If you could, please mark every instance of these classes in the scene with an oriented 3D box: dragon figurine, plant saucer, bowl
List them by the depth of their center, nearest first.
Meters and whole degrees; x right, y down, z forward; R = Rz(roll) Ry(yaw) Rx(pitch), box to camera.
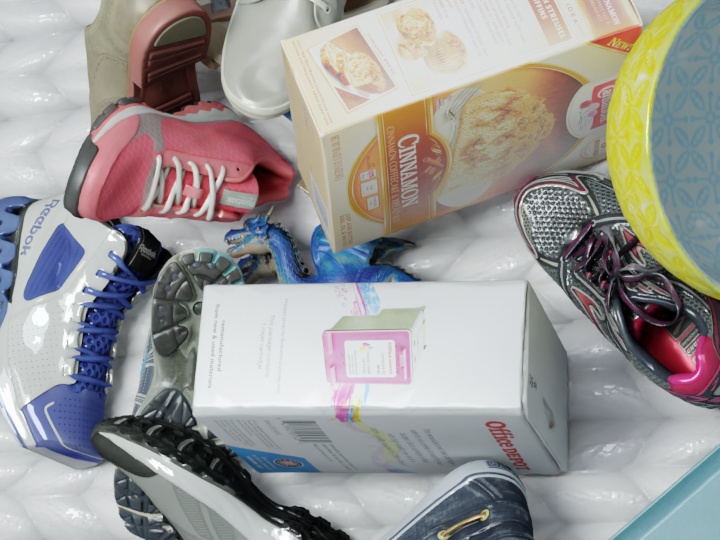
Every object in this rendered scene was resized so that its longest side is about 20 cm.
[{"bbox_3d":[0.212,0.138,1.388,0.200,0.019,0.070,-43,36,9],"label":"plant saucer"},{"bbox_3d":[0.210,-0.077,1.390,0.108,0.200,0.200,3,74,56],"label":"bowl"},{"bbox_3d":[0.000,0.000,1.526,0.200,0.059,0.100,-10,70,25],"label":"dragon figurine"}]

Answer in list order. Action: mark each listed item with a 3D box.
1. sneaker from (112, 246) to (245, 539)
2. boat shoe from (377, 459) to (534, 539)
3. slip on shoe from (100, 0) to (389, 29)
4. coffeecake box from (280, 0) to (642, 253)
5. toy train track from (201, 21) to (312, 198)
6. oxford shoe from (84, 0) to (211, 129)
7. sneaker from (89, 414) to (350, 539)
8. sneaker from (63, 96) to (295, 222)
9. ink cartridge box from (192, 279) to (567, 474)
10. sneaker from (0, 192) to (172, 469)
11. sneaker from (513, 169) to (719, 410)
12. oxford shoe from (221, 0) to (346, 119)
[{"bbox_3d":[-0.111,0.079,1.558,0.078,0.086,0.200,12,100,-6],"label":"sneaker"},{"bbox_3d":[0.028,0.205,1.409,0.200,0.071,0.091,-49,25,18],"label":"boat shoe"},{"bbox_3d":[-0.075,-0.183,1.624,0.200,0.061,0.076,-12,75,4],"label":"slip on shoe"},{"bbox_3d":[0.061,-0.104,1.435,0.200,0.154,0.073,-20,64,-7],"label":"coffeecake box"},{"bbox_3d":[-0.031,-0.092,1.557,0.200,0.033,0.115,39,51,17],"label":"toy train track"},{"bbox_3d":[-0.150,-0.132,1.585,0.075,0.070,0.200,52,145,20],"label":"oxford shoe"},{"bbox_3d":[-0.090,0.161,1.483,0.200,0.074,0.079,37,103,5],"label":"sneaker"},{"bbox_3d":[-0.110,-0.065,1.529,0.087,0.200,0.074,29,113,22],"label":"sneaker"},{"bbox_3d":[0.018,0.067,1.425,0.200,0.145,0.085,0,71,14],"label":"ink cartridge box"},{"bbox_3d":[-0.186,0.023,1.597,0.115,0.081,0.200,-21,64,25],"label":"sneaker"},{"bbox_3d":[0.164,0.005,1.426,0.200,0.075,0.081,43,108,32],"label":"sneaker"},{"bbox_3d":[-0.036,-0.189,1.552,0.075,0.058,0.200,23,70,8],"label":"oxford shoe"}]
